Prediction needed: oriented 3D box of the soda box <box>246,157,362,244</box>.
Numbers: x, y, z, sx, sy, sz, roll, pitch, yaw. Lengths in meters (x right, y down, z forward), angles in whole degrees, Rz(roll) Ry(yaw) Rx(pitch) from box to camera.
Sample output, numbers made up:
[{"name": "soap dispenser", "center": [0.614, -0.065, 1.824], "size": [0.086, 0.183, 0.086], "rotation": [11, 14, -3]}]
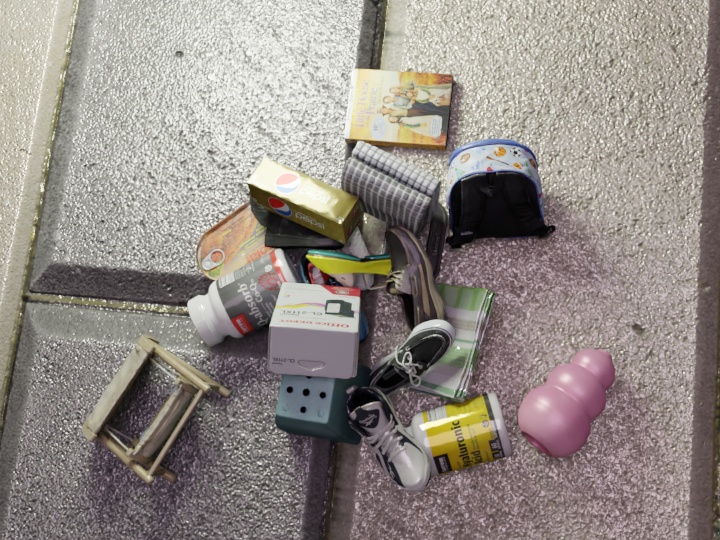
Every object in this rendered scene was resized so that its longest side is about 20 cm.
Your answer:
[{"name": "soda box", "center": [-0.098, -0.123, 1.563], "size": [0.199, 0.068, 0.064], "rotation": [24, 65, 18]}]

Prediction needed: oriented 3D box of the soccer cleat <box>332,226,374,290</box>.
[{"name": "soccer cleat", "center": [-0.029, -0.058, 1.639], "size": [0.068, 0.085, 0.202], "rotation": [-20, 76, 4]}]

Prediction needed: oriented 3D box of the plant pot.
[{"name": "plant pot", "center": [-0.072, 0.216, 1.530], "size": [0.140, 0.200, 0.143], "rotation": [8, 79, 10]}]

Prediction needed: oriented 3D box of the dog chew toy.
[{"name": "dog chew toy", "center": [0.359, 0.217, 1.509], "size": [0.124, 0.125, 0.200], "rotation": [39, 78, 14]}]

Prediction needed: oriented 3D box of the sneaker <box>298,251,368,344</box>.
[{"name": "sneaker", "center": [-0.058, 0.052, 1.618], "size": [0.078, 0.090, 0.201], "rotation": [-35, 79, 1]}]

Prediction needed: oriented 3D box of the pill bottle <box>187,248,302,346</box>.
[{"name": "pill bottle", "center": [-0.206, 0.053, 1.629], "size": [0.199, 0.116, 0.117], "rotation": [-28, 76, 3]}]

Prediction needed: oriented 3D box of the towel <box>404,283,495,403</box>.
[{"name": "towel", "center": [0.150, 0.122, 1.563], "size": [0.149, 0.031, 0.202], "rotation": [7, 77, 47]}]

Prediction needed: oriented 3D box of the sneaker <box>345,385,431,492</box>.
[{"name": "sneaker", "center": [0.034, 0.265, 1.444], "size": [0.079, 0.130, 0.200], "rotation": [-33, 57, 12]}]

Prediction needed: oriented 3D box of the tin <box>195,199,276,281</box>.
[{"name": "tin", "center": [-0.220, -0.056, 1.694], "size": [0.199, 0.042, 0.112], "rotation": [-35, 72, 0]}]

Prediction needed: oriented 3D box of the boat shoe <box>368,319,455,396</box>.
[{"name": "boat shoe", "center": [0.083, 0.159, 1.527], "size": [0.199, 0.068, 0.074], "rotation": [-35, 108, 32]}]

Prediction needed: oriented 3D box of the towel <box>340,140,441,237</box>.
[{"name": "towel", "center": [0.050, -0.132, 1.560], "size": [0.165, 0.200, 0.086], "rotation": [26, 78, 7]}]

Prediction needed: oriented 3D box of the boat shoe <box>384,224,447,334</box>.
[{"name": "boat shoe", "center": [0.084, 0.019, 1.540], "size": [0.073, 0.074, 0.201], "rotation": [-23, 90, -27]}]

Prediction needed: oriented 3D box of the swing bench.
[{"name": "swing bench", "center": [-0.381, 0.247, 1.609], "size": [0.199, 0.130, 0.200], "rotation": [31, 85, 14]}]

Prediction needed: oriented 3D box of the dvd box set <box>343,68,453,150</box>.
[{"name": "dvd box set", "center": [0.074, -0.311, 1.704], "size": [0.198, 0.029, 0.148], "rotation": [6, 79, 10]}]

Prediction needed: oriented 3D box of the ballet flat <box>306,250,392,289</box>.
[{"name": "ballet flat", "center": [0.000, 0.000, 1.585], "size": [0.198, 0.067, 0.068], "rotation": [1, 96, -18]}]

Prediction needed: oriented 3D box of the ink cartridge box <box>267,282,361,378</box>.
[{"name": "ink cartridge box", "center": [-0.072, 0.096, 1.484], "size": [0.144, 0.200, 0.084], "rotation": [4, 109, -1]}]

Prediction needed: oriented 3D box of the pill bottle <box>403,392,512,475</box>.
[{"name": "pill bottle", "center": [0.152, 0.288, 1.526], "size": [0.198, 0.111, 0.112], "rotation": [-17, 76, 6]}]

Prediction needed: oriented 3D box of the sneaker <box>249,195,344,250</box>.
[{"name": "sneaker", "center": [-0.117, -0.092, 1.622], "size": [0.198, 0.060, 0.105], "rotation": [1, 85, 30]}]

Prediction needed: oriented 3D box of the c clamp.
[{"name": "c clamp", "center": [0.076, -0.068, 1.659], "size": [0.169, 0.027, 0.202], "rotation": [3, 77, 4]}]

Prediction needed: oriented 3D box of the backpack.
[{"name": "backpack", "center": [0.237, -0.146, 1.564], "size": [0.198, 0.191, 0.155], "rotation": [-7, 61, 7]}]
